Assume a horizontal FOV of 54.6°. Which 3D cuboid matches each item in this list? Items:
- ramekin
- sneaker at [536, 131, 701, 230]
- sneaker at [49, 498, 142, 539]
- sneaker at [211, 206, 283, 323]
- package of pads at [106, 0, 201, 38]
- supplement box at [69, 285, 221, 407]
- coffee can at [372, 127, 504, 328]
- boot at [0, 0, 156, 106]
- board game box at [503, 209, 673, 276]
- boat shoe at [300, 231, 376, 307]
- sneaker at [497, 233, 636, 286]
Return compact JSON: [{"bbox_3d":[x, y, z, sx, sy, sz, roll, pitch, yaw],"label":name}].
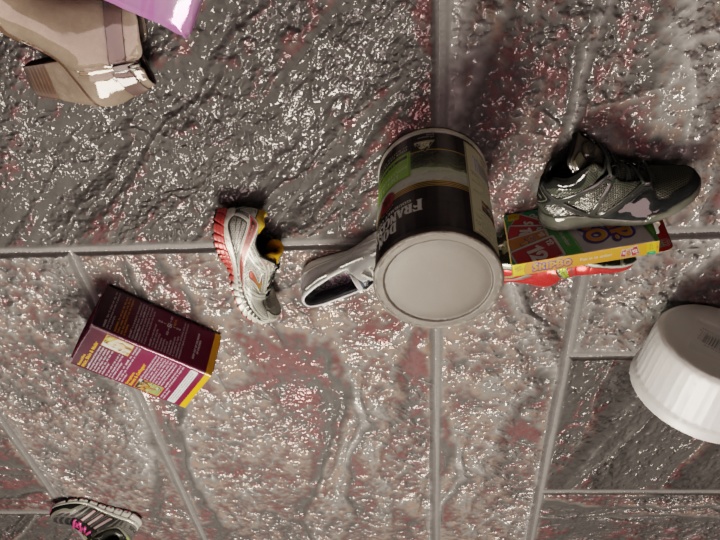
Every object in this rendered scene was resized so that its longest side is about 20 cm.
[{"bbox_3d":[0.501,0.139,1.001,0.197,0.202,0.099,6,126,-2],"label":"ramekin"},{"bbox_3d":[0.315,-0.114,0.855,0.196,0.077,0.115,-4,139,15],"label":"sneaker"},{"bbox_3d":[-0.584,0.562,1.525,0.197,0.088,0.074,18,132,-12],"label":"sneaker"},{"bbox_3d":[-0.144,-0.002,0.986,0.081,0.078,0.202,-7,132,8],"label":"sneaker"},{"bbox_3d":[-0.194,-0.342,0.676,0.119,0.076,0.201,19,131,-16],"label":"package of pads"},{"bbox_3d":[-0.338,0.124,1.107,0.198,0.086,0.110,28,129,-21],"label":"supplement box"},{"bbox_3d":[0.089,-0.054,0.839,0.144,0.202,0.148,2,133,2],"label":"coffee can"},{"bbox_3d":[-0.312,-0.273,0.761,0.144,0.071,0.202,-8,133,2],"label":"boot"},{"bbox_3d":[0.290,-0.049,0.903,0.197,0.096,0.030,-8,135,10],"label":"board game box"},{"bbox_3d":[0.000,0.000,0.984,0.197,0.069,0.072,-16,130,17],"label":"boat shoe"},{"bbox_3d":[0.275,-0.016,0.963,0.197,0.078,0.085,-1,145,13],"label":"sneaker"}]
